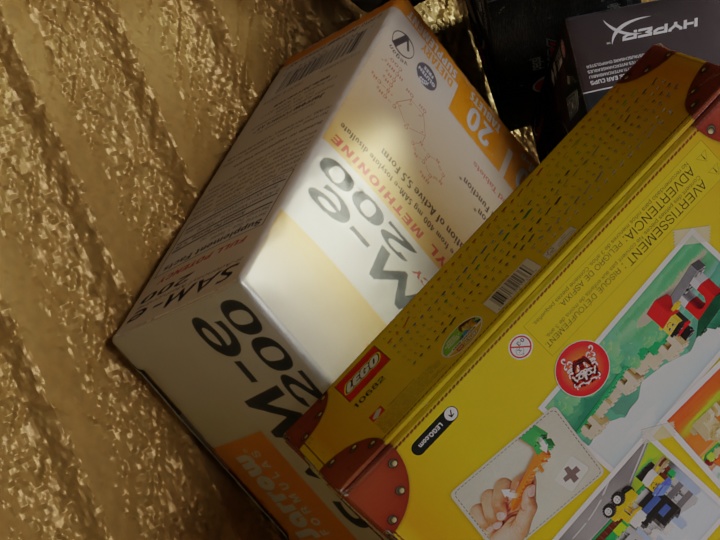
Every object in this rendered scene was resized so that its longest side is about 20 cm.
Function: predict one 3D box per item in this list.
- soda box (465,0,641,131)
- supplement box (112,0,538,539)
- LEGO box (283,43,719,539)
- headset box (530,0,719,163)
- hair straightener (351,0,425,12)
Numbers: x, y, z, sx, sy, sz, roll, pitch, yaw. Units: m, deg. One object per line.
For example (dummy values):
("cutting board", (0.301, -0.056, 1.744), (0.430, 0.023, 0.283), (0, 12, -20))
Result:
("soda box", (0.081, -0.123, 1.095), (0.200, 0.071, 0.063), (67, 6, -76))
("supplement box", (0.000, 0.000, 1.000), (0.126, 0.073, 0.200), (49, 39, -20))
("LEGO box", (0.098, 0.044, 0.896), (0.149, 0.200, 0.077), (45, -3, -21))
("headset box", (0.135, 0.001, 1.069), (0.149, 0.075, 0.200), (98, -20, -77))
("hair straightener", (-0.033, -0.179, 1.090), (0.200, 0.041, 0.077), (31, 47, -29))
